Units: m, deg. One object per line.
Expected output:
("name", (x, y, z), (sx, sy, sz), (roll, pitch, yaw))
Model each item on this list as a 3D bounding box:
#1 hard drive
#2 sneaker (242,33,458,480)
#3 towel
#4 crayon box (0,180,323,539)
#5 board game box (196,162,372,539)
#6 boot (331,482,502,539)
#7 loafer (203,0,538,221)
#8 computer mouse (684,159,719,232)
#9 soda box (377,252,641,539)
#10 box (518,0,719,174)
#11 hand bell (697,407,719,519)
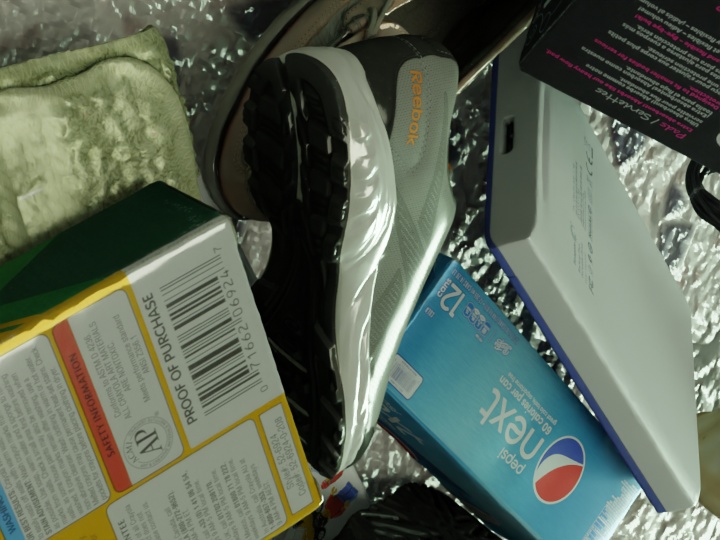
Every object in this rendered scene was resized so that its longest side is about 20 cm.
("hard drive", (0.111, 0.003, 0.840), (0.200, 0.025, 0.132), (54, 30, -39))
("sneaker", (0.000, 0.000, 0.685), (0.079, 0.074, 0.201), (-24, 139, -34))
("towel", (-0.112, 0.023, 0.649), (0.148, 0.036, 0.201), (-26, 120, -30))
("crayon box", (-0.120, 0.072, 0.604), (0.200, 0.052, 0.126), (-31, 123, -24))
("board game box", (-0.080, 0.067, 0.740), (0.126, 0.035, 0.200), (-41, 128, -22))
("boot", (-0.005, 0.180, 0.814), (0.158, 0.079, 0.211), (-54, 158, 11))
("loafer", (0.018, -0.091, 0.728), (0.200, 0.063, 0.072), (-48, 136, -30))
("computer mouse", (0.135, -0.078, 0.788), (0.059, 0.200, 0.034), (-36, 163, -2))
("soda box", (0.053, 0.064, 0.833), (0.064, 0.068, 0.200), (-53, 132, -12))
("box", (0.183, -0.110, 0.712), (0.199, 0.115, 0.132), (26, 58, -12))
("hand bell", (0.246, 0.035, 0.923), (0.104, 0.104, 0.200), (-4, 130, -40))
